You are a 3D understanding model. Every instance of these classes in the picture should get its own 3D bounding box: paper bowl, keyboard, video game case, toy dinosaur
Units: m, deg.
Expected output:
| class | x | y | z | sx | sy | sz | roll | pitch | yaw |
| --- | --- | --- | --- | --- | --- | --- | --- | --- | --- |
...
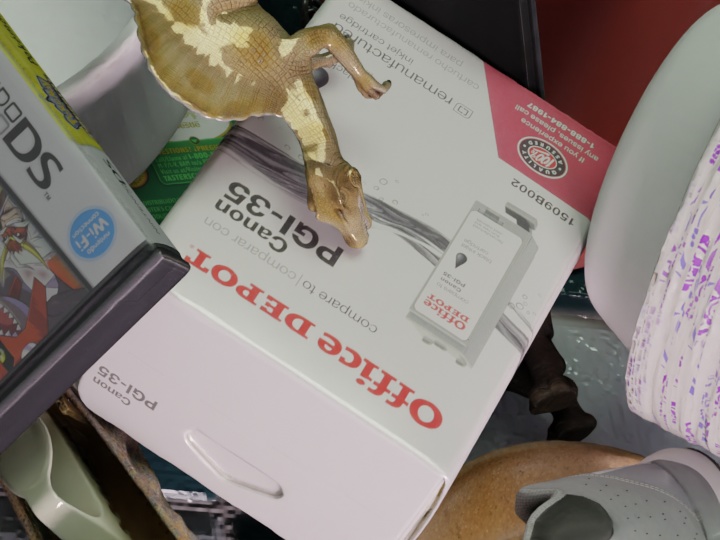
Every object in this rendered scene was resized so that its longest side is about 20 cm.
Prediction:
| class | x | y | z | sx | sy | sz | roll | pitch | yaw |
| --- | --- | --- | --- | --- | --- | --- | --- | --- | --- |
| paper bowl | 0.163 | -0.028 | 1.024 | 0.104 | 0.202 | 0.201 | 27 | 41 | 19 |
| keyboard | 0.026 | -0.073 | 1.099 | 0.126 | 0.201 | 0.021 | 17 | 48 | 24 |
| video game case | -0.184 | 0.000 | 0.946 | 0.181 | 0.200 | 0.025 | 51 | 10 | 25 |
| toy dinosaur | -0.057 | -0.097 | 0.954 | 0.200 | 0.058 | 0.101 | 38 | 44 | 0 |

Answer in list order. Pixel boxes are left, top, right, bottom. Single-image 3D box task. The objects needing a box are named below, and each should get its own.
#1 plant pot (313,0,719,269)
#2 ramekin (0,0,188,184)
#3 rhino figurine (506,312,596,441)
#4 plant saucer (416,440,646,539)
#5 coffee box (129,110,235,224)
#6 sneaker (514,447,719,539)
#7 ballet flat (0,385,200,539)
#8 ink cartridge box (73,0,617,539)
| class | x | y | z | sx | sy | sz | roll | pitch | yaw |
| --- | --- | --- | --- | --- | --- | --- | --- | --- | --- |
| plant pot | 0.082 | -0.130 | 1.191 | 0.199 | 0.178 | 0.201 | 13 | 44 | -13 |
| ramekin | -0.158 | -0.110 | 1.067 | 0.199 | 0.098 | 0.202 | -4 | 59 | 7 |
| rhino figurine | 0.004 | 0.040 | 1.077 | 0.199 | 0.060 | 0.088 | -6 | 55 | -28 |
| plant saucer | 0.102 | 0.158 | 1.026 | 0.199 | 0.036 | 0.201 | 13 | 45 | -13 |
| coffee box | -0.104 | -0.082 | 1.153 | 0.122 | 0.044 | 0.201 | -8 | 53 | -31 |
| sneaker | 0.108 | 0.153 | 0.965 | 0.115 | 0.075 | 0.201 | -3 | 40 | -21 |
| ballet flat | -0.094 | 0.109 | 0.953 | 0.200 | 0.068 | 0.067 | 51 | 7 | 34 |
| ink cartridge box | 0.000 | 0.000 | 1.008 | 0.146 | 0.083 | 0.200 | 33 | 47 | 0 |
